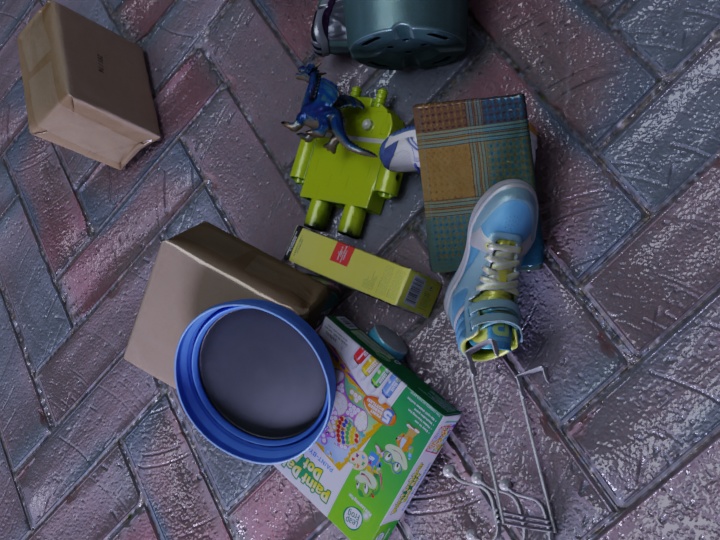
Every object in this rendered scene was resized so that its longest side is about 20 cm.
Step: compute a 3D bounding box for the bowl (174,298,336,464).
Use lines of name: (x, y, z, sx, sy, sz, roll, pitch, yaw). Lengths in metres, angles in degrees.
bowl: (-0.121, 0.127, 1.264, 0.200, 0.039, 0.201, 7, 110, 19)

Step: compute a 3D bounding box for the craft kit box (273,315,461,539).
craft kit box: (-0.008, 0.189, 1.272, 0.200, 0.048, 0.198, 37, 112, 31)

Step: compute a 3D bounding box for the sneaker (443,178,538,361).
sneaker: (0.152, 0.012, 1.163, 0.131, 0.079, 0.200, -98, 18, -54)

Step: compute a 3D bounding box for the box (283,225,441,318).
box: (0.000, 0.000, 1.346, 0.200, 0.075, 0.050, 23, 90, 41)

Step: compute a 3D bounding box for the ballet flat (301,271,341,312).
ballet flat: (-0.111, 0.040, 1.431, 0.200, 0.069, 0.071, -28, 41, 29)

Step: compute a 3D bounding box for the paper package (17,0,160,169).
paper package: (-0.424, -0.287, 1.694, 0.103, 0.190, 0.200, -34, 56, 28)

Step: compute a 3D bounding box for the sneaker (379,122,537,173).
sneaker: (0.111, -0.127, 1.290, 0.199, 0.075, 0.088, -4, 78, 29)

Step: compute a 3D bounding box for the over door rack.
over door rack: (0.145, 0.186, 1.124, 0.066, 0.148, 0.201, -10, 70, 29)

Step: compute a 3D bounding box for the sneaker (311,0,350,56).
sneaker: (-0.009, -0.381, 1.499, 0.087, 0.074, 0.201, 8, 72, 8)

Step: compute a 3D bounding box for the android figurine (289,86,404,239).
android figurine: (-0.012, -0.145, 1.426, 0.182, 0.041, 0.201, 15, 86, 40)

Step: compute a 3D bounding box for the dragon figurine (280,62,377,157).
dragon figurine: (-0.037, -0.209, 1.396, 0.200, 0.059, 0.100, 27, 86, 51)

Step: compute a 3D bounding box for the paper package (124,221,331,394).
paper package: (-0.167, 0.067, 1.350, 0.200, 0.103, 0.191, 28, 113, 10)

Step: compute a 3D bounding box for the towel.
towel: (0.135, -0.097, 1.242, 0.146, 0.022, 0.201, 0, 103, 33)

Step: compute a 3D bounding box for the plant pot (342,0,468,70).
plant pot: (0.056, -0.367, 1.357, 0.200, 0.200, 0.197, -9, 78, 36)

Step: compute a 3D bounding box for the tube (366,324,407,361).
tube: (-0.023, 0.154, 1.333, 0.200, 0.050, 0.078, -50, 50, 18)
